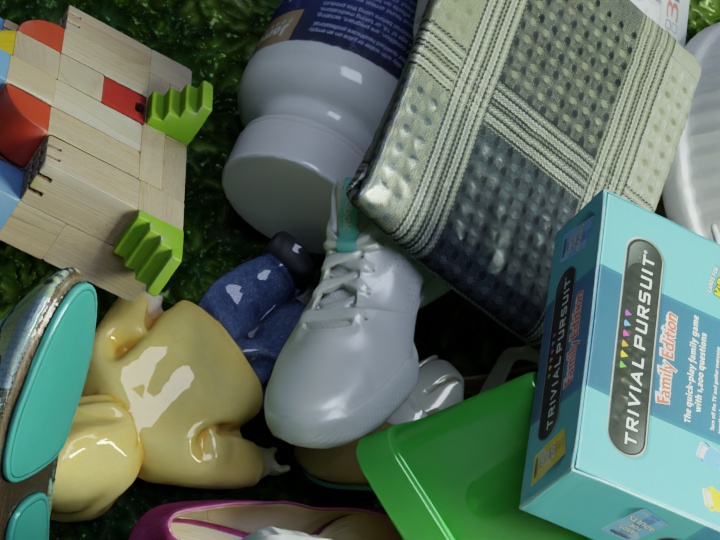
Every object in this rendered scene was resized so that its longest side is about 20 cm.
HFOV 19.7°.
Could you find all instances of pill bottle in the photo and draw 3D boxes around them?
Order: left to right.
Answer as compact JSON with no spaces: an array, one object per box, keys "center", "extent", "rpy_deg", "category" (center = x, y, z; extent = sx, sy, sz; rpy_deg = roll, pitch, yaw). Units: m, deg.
[{"center":[-0.001,-0.112,1.141],"extent":[0.111,0.111,0.200],"rpy_deg":[28,58,-5],"category":"pill bottle"}]

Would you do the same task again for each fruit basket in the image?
[{"center":[0.064,0.165,0.984],"extent":[0.216,0.215,0.155],"rpy_deg":[58,25,12],"category":"fruit basket"}]

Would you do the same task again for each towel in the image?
[{"center":[0.087,-0.072,1.058],"extent":[0.192,0.034,0.201],"rpy_deg":[36,66,-33],"category":"towel"}]

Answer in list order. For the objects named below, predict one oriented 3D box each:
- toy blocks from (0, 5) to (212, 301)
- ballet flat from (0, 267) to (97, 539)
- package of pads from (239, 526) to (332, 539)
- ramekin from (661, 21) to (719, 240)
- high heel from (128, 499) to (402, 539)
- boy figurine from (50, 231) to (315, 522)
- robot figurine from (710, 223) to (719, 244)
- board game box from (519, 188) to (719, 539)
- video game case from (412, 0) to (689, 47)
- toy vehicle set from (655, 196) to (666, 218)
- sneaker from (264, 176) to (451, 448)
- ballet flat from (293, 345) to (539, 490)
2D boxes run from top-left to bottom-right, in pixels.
[{"center":[-0.157,-0.074,1.035],"extent":[0.136,0.100,0.200],"rpy_deg":[26,31,-21],"category":"toy blocks"},{"center":[-0.172,0.087,0.951],"extent":[0.074,0.074,0.201],"rpy_deg":[8,106,-17],"category":"ballet flat"},{"center":[-0.062,0.209,0.907],"extent":[0.068,0.200,0.155],"rpy_deg":[18,60,-24],"category":"package of pads"},{"center":[0.264,-0.054,1.177],"extent":[0.202,0.094,0.203],"rpy_deg":[14,71,-43],"category":"ramekin"},{"center":[-0.020,0.136,1.020],"extent":[0.199,0.096,0.068],"rpy_deg":[4,63,-18],"category":"high heel"},{"center":[-0.089,0.065,1.049],"extent":[0.200,0.064,0.124],"rpy_deg":[-39,83,-30],"category":"boy figurine"},{"center":[0.201,0.080,1.091],"extent":[0.113,0.169,0.201],"rpy_deg":[-13,110,-29],"category":"robot figurine"},{"center":[0.176,0.071,0.942],"extent":[0.199,0.047,0.151],"rpy_deg":[24,53,-16],"category":"board game box"},{"center":[0.113,-0.168,1.132],"extent":[0.200,0.024,0.183],"rpy_deg":[27,63,-39],"category":"video game case"},{"center":[0.124,-0.092,1.164],"extent":[0.124,0.026,0.201],"rpy_deg":[-27,101,-45],"category":"toy vehicle set"},{"center":[0.000,0.000,1.021],"extent":[0.075,0.089,0.200],"rpy_deg":[3,39,25],"category":"sneaker"},{"center":[0.058,0.069,1.098],"extent":[0.199,0.063,0.069],"rpy_deg":[-6,32,-27],"category":"ballet flat"}]
